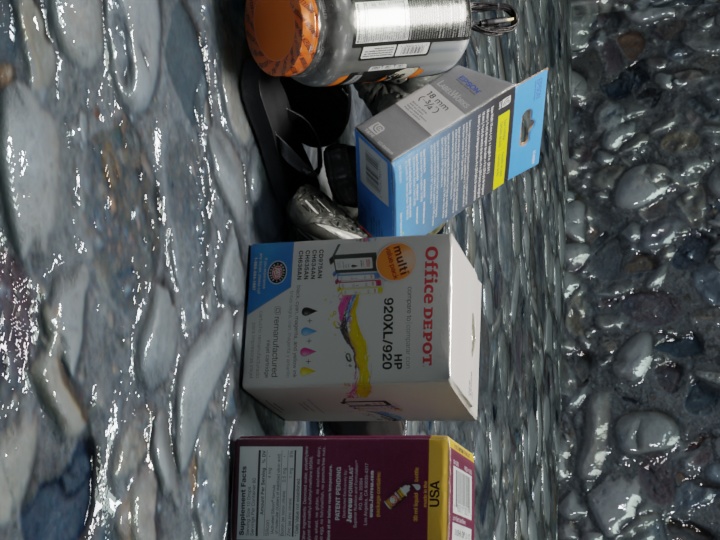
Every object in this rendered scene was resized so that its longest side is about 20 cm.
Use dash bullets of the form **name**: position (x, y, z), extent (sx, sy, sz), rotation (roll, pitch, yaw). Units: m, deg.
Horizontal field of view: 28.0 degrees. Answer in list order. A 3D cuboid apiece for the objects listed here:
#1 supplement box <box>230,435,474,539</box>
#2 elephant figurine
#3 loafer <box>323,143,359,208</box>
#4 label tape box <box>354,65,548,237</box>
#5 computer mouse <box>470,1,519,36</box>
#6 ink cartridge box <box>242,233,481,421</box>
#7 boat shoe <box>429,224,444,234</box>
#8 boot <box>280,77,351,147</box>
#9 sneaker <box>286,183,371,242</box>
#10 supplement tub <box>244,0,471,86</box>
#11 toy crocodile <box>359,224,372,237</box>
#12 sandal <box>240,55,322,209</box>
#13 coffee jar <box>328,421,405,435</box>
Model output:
- **supplement box**: position (-0.004, 0.209, 1.318), extent (0.131, 0.199, 0.104), rotation (41, 48, -69)
- **elephant figurine**: position (0.045, -0.167, 1.643), extent (0.141, 0.155, 0.201), rotation (-19, 95, -40)
- **loafer**: position (0.014, -0.098, 1.521), extent (0.201, 0.070, 0.068), rotation (23, 55, -71)
- **label tape box**: position (0.090, -0.125, 1.453), extent (0.200, 0.063, 0.144), rotation (-33, 148, -22)
- **computer mouse**: position (0.088, -0.263, 1.581), extent (0.059, 0.200, 0.034), rotation (64, -21, 16)
- **ink cartridge box**: position (0.007, 0.058, 1.381), extent (0.145, 0.199, 0.148), rotation (51, 38, -66)
- **boat shoe**: position (0.042, -0.047, 1.717), extent (0.200, 0.065, 0.072), rotation (129, -35, -59)
- **boot**: position (-0.039, -0.246, 1.518), extent (0.163, 0.073, 0.199), rotation (-62, 145, -65)
- **sneaker**: position (-0.038, -0.028, 1.460), extent (0.074, 0.079, 0.200), rotation (46, 1, 17)
- **supplement tub**: position (-0.002, -0.240, 1.374), extent (0.200, 0.122, 0.123), rotation (-10, 99, -36)
- **toy crocodile**: position (0.000, 0.000, 1.577), extent (0.200, 0.067, 0.062), rotation (-63, 142, -35)
- **sandal**: position (-0.070, -0.127, 1.428), extent (0.200, 0.043, 0.076), rotation (68, 25, -51)
- **coffee jar**: position (0.014, 0.099, 1.623), extent (0.104, 0.085, 0.200), rotation (74, 19, -50)
